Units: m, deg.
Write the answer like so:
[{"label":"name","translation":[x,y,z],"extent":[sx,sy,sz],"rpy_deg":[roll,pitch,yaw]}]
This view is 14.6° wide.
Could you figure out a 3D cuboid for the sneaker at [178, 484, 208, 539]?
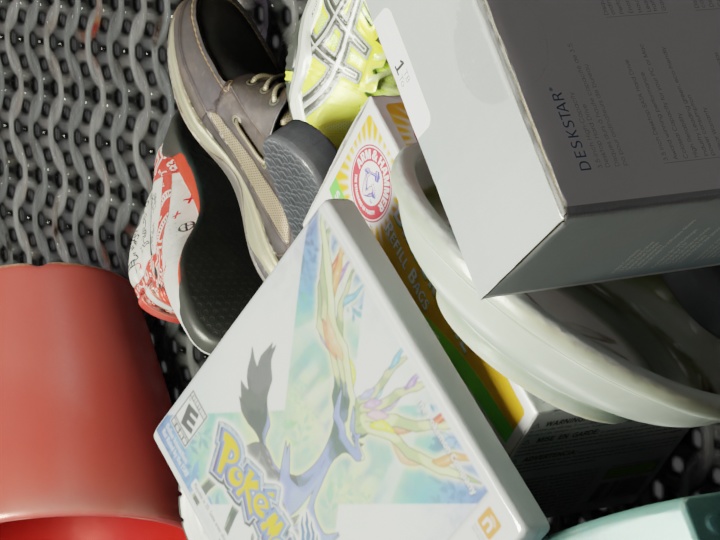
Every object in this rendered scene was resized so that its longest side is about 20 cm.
[{"label":"sneaker","translation":[-0.046,0.177,1.666],"extent":[0.087,0.074,0.200],"rpy_deg":[-17,88,46]}]

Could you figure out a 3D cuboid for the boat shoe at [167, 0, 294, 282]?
[{"label":"boat shoe","translation":[-0.043,-0.079,1.603],"extent":[0.073,0.074,0.200],"rpy_deg":[-40,71,43]}]

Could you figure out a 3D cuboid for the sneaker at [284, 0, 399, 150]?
[{"label":"sneaker","translation":[0.009,-0.130,1.494],"extent":[0.076,0.075,0.200],"rpy_deg":[15,110,57]}]

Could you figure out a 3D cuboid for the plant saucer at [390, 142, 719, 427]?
[{"label":"plant saucer","translation":[0.090,0.017,1.261],"extent":[0.050,0.200,0.200],"rpy_deg":[-57,46,18]}]

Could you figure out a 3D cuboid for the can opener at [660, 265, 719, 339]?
[{"label":"can opener","translation":[0.122,-0.049,1.260],"extent":[0.200,0.066,0.053],"rpy_deg":[41,128,-4]}]

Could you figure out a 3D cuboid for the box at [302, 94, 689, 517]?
[{"label":"box","translation":[0.069,0.014,1.390],"extent":[0.200,0.112,0.101],"rpy_deg":[64,144,30]}]

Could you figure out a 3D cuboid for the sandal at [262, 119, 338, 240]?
[{"label":"sandal","translation":[0.000,0.000,1.519],"extent":[0.076,0.043,0.200],"rpy_deg":[36,151,40]}]

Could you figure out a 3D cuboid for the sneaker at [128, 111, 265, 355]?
[{"label":"sneaker","translation":[-0.092,0.006,1.662],"extent":[0.202,0.067,0.108],"rpy_deg":[-102,25,-45]}]

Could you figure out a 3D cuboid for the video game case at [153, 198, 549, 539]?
[{"label":"video game case","translation":[-0.011,0.099,1.345],"extent":[0.182,0.022,0.200],"rpy_deg":[-53,55,34]}]

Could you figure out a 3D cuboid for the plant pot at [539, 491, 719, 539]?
[{"label":"plant pot","translation":[0.137,0.183,1.297],"extent":[0.200,0.141,0.142],"rpy_deg":[-42,60,46]}]

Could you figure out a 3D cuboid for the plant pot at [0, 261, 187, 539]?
[{"label":"plant pot","translation":[-0.204,0.101,1.790],"extent":[0.200,0.200,0.178],"rpy_deg":[-38,53,54]}]

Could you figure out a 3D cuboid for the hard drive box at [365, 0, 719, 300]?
[{"label":"hard drive box","translation":[0.122,-0.083,1.200],"extent":[0.077,0.200,0.156],"rpy_deg":[-46,57,51]}]
